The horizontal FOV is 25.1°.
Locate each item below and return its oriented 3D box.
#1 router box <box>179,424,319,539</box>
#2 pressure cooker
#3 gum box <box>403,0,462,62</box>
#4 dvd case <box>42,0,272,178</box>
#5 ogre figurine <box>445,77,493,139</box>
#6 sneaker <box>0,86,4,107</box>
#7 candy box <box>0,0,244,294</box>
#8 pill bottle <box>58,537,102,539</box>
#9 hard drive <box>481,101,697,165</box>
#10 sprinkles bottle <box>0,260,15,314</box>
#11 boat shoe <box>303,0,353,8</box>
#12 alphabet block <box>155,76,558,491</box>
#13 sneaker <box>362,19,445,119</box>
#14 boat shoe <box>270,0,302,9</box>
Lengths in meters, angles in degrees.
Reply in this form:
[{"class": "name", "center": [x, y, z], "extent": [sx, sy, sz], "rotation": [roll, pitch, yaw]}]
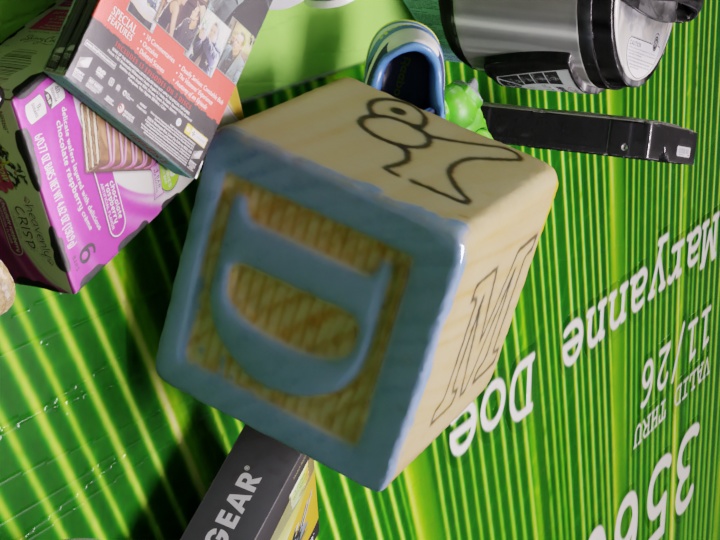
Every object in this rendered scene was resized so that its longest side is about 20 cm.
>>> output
[{"class": "router box", "center": [-0.096, 0.228, 1.193], "extent": [0.158, 0.052, 0.201], "rotation": [88, 26, -55]}, {"class": "pressure cooker", "center": [0.183, -0.241, 1.343], "extent": [0.176, 0.199, 0.179], "rotation": [-57, 146, -36]}, {"class": "gum box", "center": [0.078, -0.302, 1.386], "extent": [0.200, 0.044, 0.171], "rotation": [47, 58, -57]}, {"class": "dvd case", "center": [-0.103, -0.174, 0.972], "extent": [0.146, 0.022, 0.201], "rotation": [38, 72, -57]}, {"class": "ogre figurine", "center": [0.047, -0.090, 1.334], "extent": [0.199, 0.098, 0.121], "rotation": [-9, 107, -14]}, {"class": "sneaker", "center": [-0.242, -0.131, 0.795], "extent": [0.071, 0.097, 0.201], "rotation": [-62, 146, -26]}, {"class": "candy box", "center": [-0.157, -0.099, 1.001], "extent": [0.200, 0.061, 0.137], "rotation": [-51, 140, -43]}, {"class": "pill bottle", "center": [-0.174, 0.284, 1.037], "extent": [0.120, 0.119, 0.201], "rotation": [-47, 138, -45]}, {"class": "hard drive", "center": [0.197, -0.128, 1.501], "extent": [0.139, 0.199, 0.038], "rotation": [-1, 98, -60]}, {"class": "sprinkles bottle", "center": [-0.263, 0.065, 0.853], "extent": [0.200, 0.068, 0.068], "rotation": [-58, 145, -35]}, {"class": "boat shoe", "center": [-0.004, -0.279, 1.219], "extent": [0.061, 0.075, 0.201], "rotation": [69, 29, -45]}, {"class": "alphabet block", "center": [0.000, 0.000, 1.130], "extent": [0.200, 0.194, 0.197], "rotation": [-32, 145, -60]}, {"class": "sneaker", "center": [0.025, -0.092, 1.239], "extent": [0.082, 0.073, 0.202], "rotation": [-136, -130, -79]}, {"class": "boat shoe", "center": [-0.091, -0.245, 1.072], "extent": [0.200, 0.071, 0.068], "rotation": [31, 36, -59]}]
